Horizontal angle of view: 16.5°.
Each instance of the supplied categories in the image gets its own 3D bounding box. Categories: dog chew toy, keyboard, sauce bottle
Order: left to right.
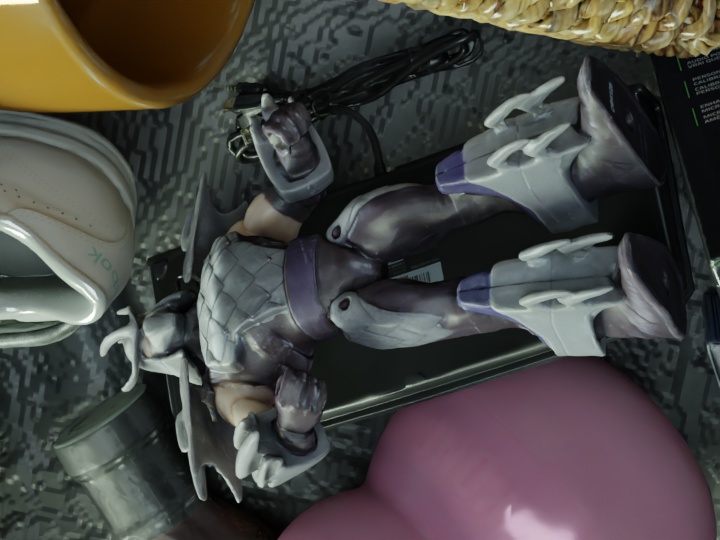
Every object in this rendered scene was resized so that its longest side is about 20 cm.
[{"bbox_3d":[-0.042,0.135,0.890,0.066,0.066,0.201,-31,98,11],"label":"sauce bottle"},{"bbox_3d":[0.012,-0.018,0.829,0.199,0.021,0.128,-18,74,28],"label":"keyboard"},{"bbox_3d":[0.022,0.115,0.826,0.200,0.124,0.125,-38,100,-13],"label":"dog chew toy"}]

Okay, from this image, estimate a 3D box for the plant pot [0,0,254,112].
[{"bbox_3d":[-0.148,-0.145,0.772,0.182,0.200,0.202,-3,105,21],"label":"plant pot"}]

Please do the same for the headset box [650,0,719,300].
[{"bbox_3d":[0.186,-0.043,0.761,0.173,0.200,0.093,-18,119,10],"label":"headset box"}]

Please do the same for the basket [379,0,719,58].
[{"bbox_3d":[0.039,-0.175,0.734,0.148,0.142,0.202,5,100,-35],"label":"basket"}]

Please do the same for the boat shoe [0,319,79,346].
[{"bbox_3d":[-0.181,-0.014,0.846,0.198,0.071,0.073,3,106,1],"label":"boat shoe"}]

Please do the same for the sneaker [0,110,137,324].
[{"bbox_3d":[-0.168,-0.015,0.755,0.198,0.089,0.076,2,119,-5],"label":"sneaker"}]

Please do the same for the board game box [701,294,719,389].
[{"bbox_3d":[0.201,0.089,0.859,0.198,0.062,0.202,15,106,2],"label":"board game box"}]

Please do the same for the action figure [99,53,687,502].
[{"bbox_3d":[0.000,0.000,0.780,0.199,0.069,0.131,-16,67,25],"label":"action figure"}]
